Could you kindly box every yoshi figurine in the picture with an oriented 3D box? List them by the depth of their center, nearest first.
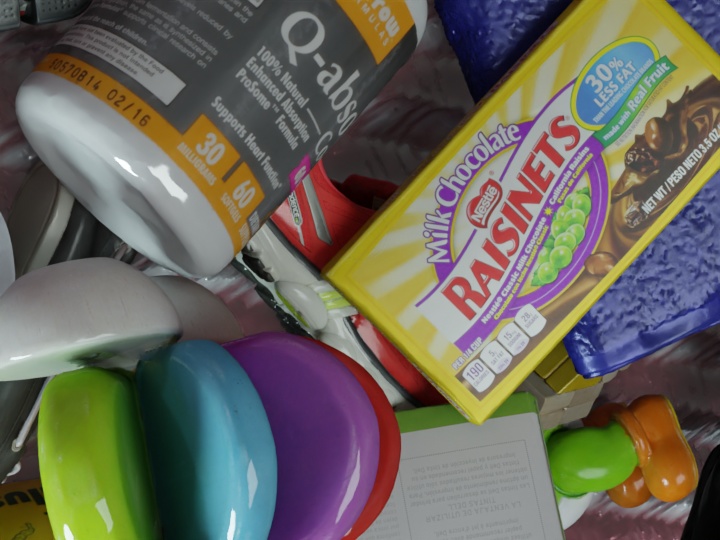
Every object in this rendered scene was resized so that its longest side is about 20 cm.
[{"bbox_3d":[0.071,0.133,1.243,0.199,0.112,0.113,-15,127,-18],"label":"yoshi figurine"}]

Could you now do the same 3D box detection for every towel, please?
[{"bbox_3d":[0.132,-0.067,1.158,0.147,0.050,0.201,-23,96,-7],"label":"towel"}]

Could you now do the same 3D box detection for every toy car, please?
[{"bbox_3d":[-0.060,0.081,1.005,0.149,0.200,0.176,-13,82,13],"label":"toy car"}]

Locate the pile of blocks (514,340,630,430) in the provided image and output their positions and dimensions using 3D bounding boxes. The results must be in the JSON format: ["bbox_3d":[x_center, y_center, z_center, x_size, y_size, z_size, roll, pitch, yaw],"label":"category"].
[{"bbox_3d":[0.137,-0.005,1.231,0.200,0.062,0.082,-39,148,-14],"label":"pile of blocks"}]

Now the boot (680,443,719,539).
[{"bbox_3d":[0.218,0.091,1.248,0.079,0.212,0.159,16,120,-2],"label":"boot"}]

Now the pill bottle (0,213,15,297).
[{"bbox_3d":[-0.250,0.010,1.000,0.199,0.116,0.116,4,112,-31],"label":"pill bottle"}]

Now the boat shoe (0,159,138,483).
[{"bbox_3d":[-0.153,0.047,1.102,0.057,0.067,0.201,21,99,-30],"label":"boat shoe"}]

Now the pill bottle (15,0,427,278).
[{"bbox_3d":[-0.044,-0.104,1.041,0.200,0.116,0.117,-49,127,-15],"label":"pill bottle"}]

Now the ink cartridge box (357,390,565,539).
[{"bbox_3d":[0.026,0.170,1.124,0.147,0.201,0.076,-9,152,-2],"label":"ink cartridge box"}]

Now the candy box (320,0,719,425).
[{"bbox_3d":[0.085,-0.036,1.115,0.102,0.026,0.200,43,87,-5],"label":"candy box"}]

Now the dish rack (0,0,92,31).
[{"bbox_3d":[-0.181,-0.184,0.981,0.152,0.055,0.201,-13,117,-24],"label":"dish rack"}]

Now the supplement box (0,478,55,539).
[{"bbox_3d":[-0.129,0.208,1.168,0.108,0.110,0.201,-8,118,-25],"label":"supplement box"}]

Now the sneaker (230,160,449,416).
[{"bbox_3d":[0.000,0.000,1.158,0.085,0.077,0.200,-44,127,-8],"label":"sneaker"}]
